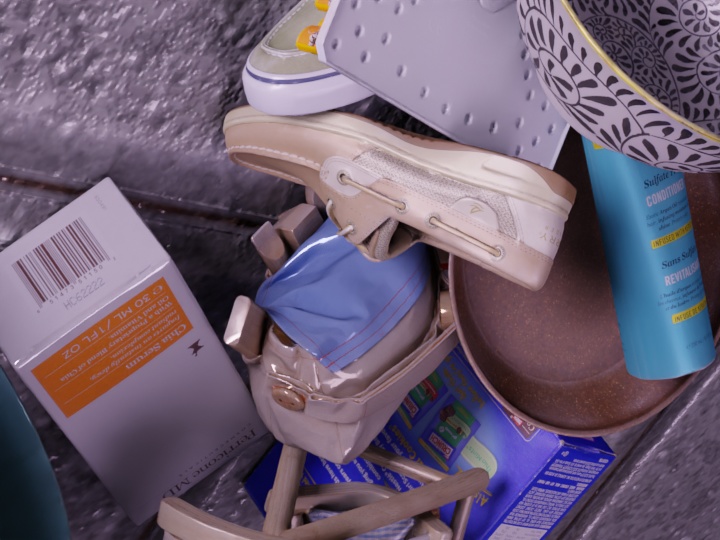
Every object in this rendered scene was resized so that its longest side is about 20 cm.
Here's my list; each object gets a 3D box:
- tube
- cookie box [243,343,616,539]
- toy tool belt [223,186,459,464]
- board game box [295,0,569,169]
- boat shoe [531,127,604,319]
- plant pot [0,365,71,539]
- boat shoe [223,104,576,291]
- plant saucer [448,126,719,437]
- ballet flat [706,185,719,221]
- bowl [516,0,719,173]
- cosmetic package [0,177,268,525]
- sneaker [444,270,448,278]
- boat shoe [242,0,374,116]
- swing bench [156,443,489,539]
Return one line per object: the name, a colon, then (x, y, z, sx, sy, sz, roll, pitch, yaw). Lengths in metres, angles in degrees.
tube: (0.153, -0.042, 1.062, 0.077, 0.050, 0.202, -29, 111, -46)
cookie box: (0.040, 0.129, 1.254, 0.075, 0.171, 0.200, 18, 117, -50)
toy tool belt: (0.000, 0.000, 1.100, 0.200, 0.124, 0.123, -54, 137, -27)
board game box: (0.068, -0.167, 0.979, 0.199, 0.026, 0.201, 25, 86, -49)
boat shoe: (0.115, -0.075, 1.145, 0.071, 0.059, 0.202, 3, 95, -34)
plant pot: (-0.258, 0.102, 0.908, 0.160, 0.201, 0.201, -30, 148, 6)
boat shoe: (0.011, -0.039, 1.005, 0.072, 0.198, 0.066, 30, 77, -68)
plant saucer: (0.127, -0.008, 1.103, 0.199, 0.037, 0.202, -4, 98, -29)
ballet flat: (0.214, -0.085, 1.181, 0.063, 0.202, 0.076, -8, 163, 2)
bowl: (0.146, -0.119, 0.966, 0.200, 0.202, 0.094, -11, 157, -37)
cosmetic package: (-0.132, 0.050, 1.077, 0.101, 0.071, 0.200, -36, 147, -7)
sneaker: (0.136, -0.037, 1.243, 0.199, 0.078, 0.100, -35, 150, -7)
boat shoe: (0.017, -0.149, 1.009, 0.199, 0.072, 0.062, -35, 133, -26)
swing bench: (-0.036, 0.211, 1.102, 0.200, 0.129, 0.201, -33, 139, -64)
